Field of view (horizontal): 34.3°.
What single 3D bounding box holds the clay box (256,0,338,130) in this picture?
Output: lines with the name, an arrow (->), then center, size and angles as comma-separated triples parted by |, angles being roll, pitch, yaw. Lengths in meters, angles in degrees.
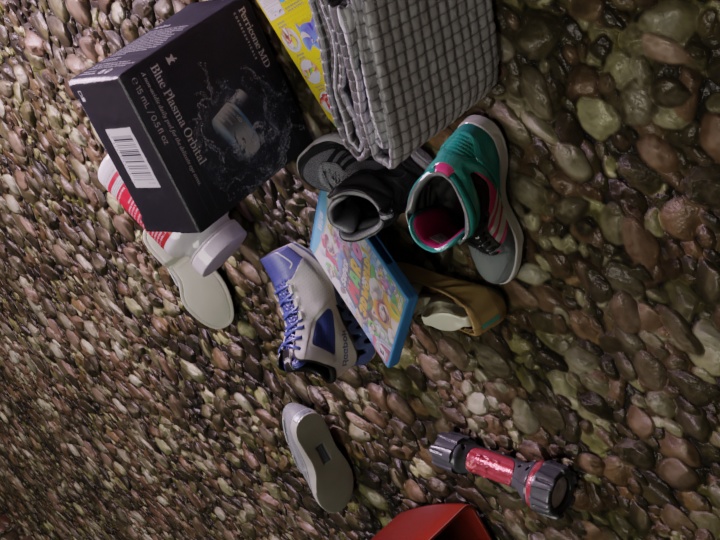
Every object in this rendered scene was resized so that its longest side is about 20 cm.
clay box -> -0.026, -0.242, 1.219 | 0.114, 0.048, 0.201 | -12, 116, 53

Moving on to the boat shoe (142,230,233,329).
boat shoe -> -0.250, -0.003, 1.737 | 0.201, 0.072, 0.062 | 56, -170, -23

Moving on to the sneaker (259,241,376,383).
sneaker -> -0.073, 0.069, 1.531 | 0.200, 0.115, 0.080 | 54, 146, -8

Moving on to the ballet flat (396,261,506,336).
ballet flat -> 0.078, 0.034, 1.365 | 0.199, 0.063, 0.069 | 10, 131, 45

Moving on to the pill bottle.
pill bottle -> -0.250, -0.093, 1.577 | 0.200, 0.112, 0.112 | 46, 147, 4

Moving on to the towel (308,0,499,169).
towel -> 0.038, -0.219, 1.063 | 0.085, 0.165, 0.202 | 23, 140, 42

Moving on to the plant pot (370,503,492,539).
plant pot -> 0.088, 0.458, 1.683 | 0.201, 0.199, 0.176 | 59, 156, -16

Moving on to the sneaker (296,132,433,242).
sneaker -> -0.017, -0.093, 1.293 | 0.199, 0.114, 0.076 | 9, 131, 40

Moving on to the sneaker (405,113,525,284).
sneaker -> 0.107, -0.044, 1.197 | 0.083, 0.121, 0.202 | 17, 136, 38

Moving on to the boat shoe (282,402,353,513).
boat shoe -> -0.068, 0.284, 1.802 | 0.071, 0.070, 0.202 | 33, 148, 53

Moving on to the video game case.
video game case -> 0.000, 0.000, 1.403 | 0.201, 0.018, 0.144 | 56, 154, 28

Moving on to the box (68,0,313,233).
box -> -0.188, -0.179, 1.334 | 0.117, 0.200, 0.198 | 4, 128, 48

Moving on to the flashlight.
flashlight -> 0.174, 0.252, 1.471 | 0.199, 0.068, 0.068 | 14, 135, 41
